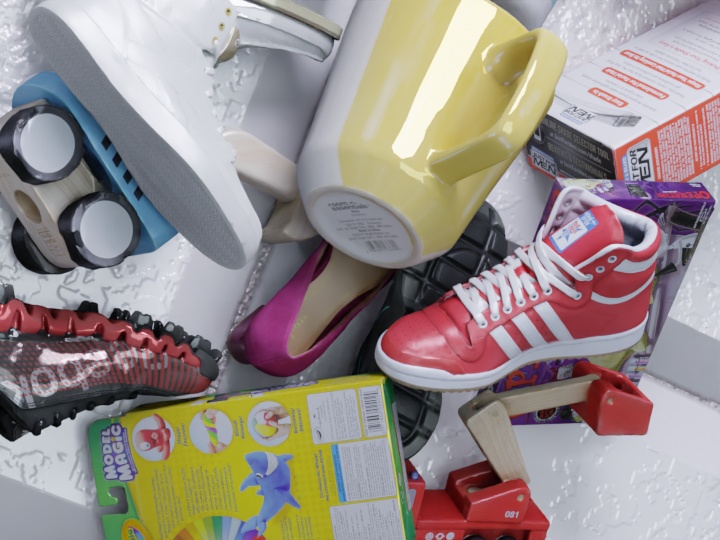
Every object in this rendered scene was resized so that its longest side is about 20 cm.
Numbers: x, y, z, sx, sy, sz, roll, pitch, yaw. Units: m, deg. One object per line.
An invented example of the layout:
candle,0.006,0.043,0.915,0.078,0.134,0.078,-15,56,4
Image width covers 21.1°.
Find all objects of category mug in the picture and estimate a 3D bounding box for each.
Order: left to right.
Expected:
mug,0.034,-0.094,1.256,0.149,0.187,0.153,25,62,4

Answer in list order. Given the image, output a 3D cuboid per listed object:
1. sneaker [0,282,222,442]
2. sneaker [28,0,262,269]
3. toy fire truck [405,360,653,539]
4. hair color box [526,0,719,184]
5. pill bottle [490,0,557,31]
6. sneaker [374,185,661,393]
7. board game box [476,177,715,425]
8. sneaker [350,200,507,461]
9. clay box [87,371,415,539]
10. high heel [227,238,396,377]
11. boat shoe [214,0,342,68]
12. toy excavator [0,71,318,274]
sneaker,-0.188,0.065,1.236,0.200,0.071,0.098,11,85,-22
sneaker,-0.100,-0.108,1.189,0.116,0.074,0.200,-43,106,-32
toy fire truck,0.093,0.133,1.348,0.200,0.049,0.141,5,113,-24
hair color box,0.228,-0.123,1.395,0.200,0.111,0.064,-27,126,-21
pill bottle,0.122,-0.268,1.351,0.111,0.111,0.200,36,77,-20
sneaker,0.106,0.010,1.256,0.200,0.071,0.113,-12,135,-24
board game box,0.162,0.025,1.358,0.120,0.032,0.200,3,126,-21
sneaker,0.034,0.037,1.335,0.075,0.079,0.200,31,74,-17
clay box,-0.071,0.136,1.266,0.199,0.048,0.115,-7,94,10
high heel,0.000,0.000,1.306,0.200,0.096,0.067,-47,108,-17
boat shoe,-0.111,-0.165,1.273,0.200,0.075,0.069,15,93,-20
toy excavator,-0.129,-0.065,1.256,0.200,0.100,0.195,-41,108,-28
